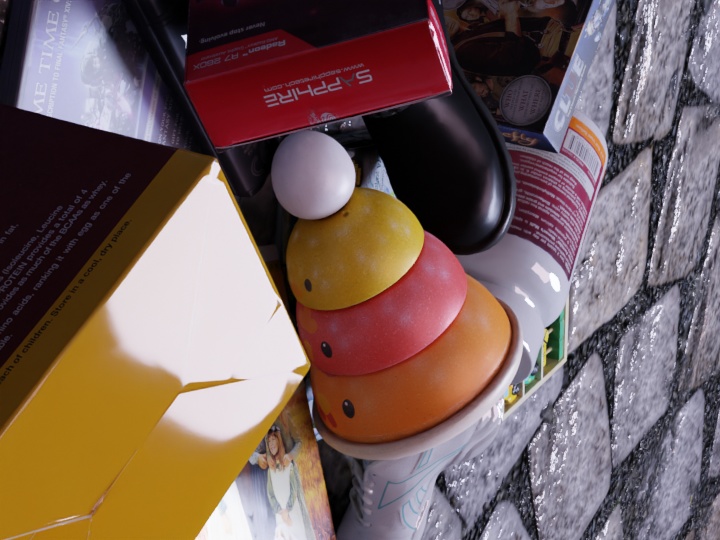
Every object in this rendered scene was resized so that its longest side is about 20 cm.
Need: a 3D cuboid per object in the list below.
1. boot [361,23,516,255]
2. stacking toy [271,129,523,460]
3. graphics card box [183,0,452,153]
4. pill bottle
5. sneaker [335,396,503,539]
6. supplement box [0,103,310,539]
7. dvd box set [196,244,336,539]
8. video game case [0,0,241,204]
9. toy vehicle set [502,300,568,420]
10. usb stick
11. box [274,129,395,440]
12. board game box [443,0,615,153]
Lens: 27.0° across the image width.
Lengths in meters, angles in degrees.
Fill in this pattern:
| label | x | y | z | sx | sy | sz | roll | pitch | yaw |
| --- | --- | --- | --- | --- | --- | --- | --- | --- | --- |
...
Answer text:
| label | x | y | z | sx | sy | sz | roll | pitch | yaw |
| --- | --- | --- | --- | --- | --- | --- | --- | --- | --- |
| boot | 0.015 | -0.102 | 0.907 | 0.213 | 0.079 | 0.158 | 66 | 21 | 2 |
| stacking toy | 0.000 | 0.000 | 0.906 | 0.146 | 0.145 | 0.201 | -50 | 125 | -34 |
| graphics card box | -0.023 | -0.159 | 0.768 | 0.051 | 0.124 | 0.201 | 64 | 18 | -46 |
| pill bottle | 0.109 | -0.023 | 1.107 | 0.201 | 0.109 | 0.110 | -68 | 150 | -31 |
| sneaker | 0.021 | 0.144 | 1.079 | 0.080 | 0.071 | 0.201 | 9 | 123 | -37 |
| supplement box | -0.166 | 0.046 | 0.630 | 0.198 | 0.198 | 0.133 | -55 | 144 | -29 |
| dvd box set | -0.079 | 0.090 | 0.882 | 0.146 | 0.029 | 0.202 | -9 | 88 | -59 |
| video game case | -0.117 | -0.112 | 0.819 | 0.199 | 0.019 | 0.144 | 2 | 101 | -58 |
| toy vehicle set | 0.140 | 0.014 | 1.282 | 0.124 | 0.026 | 0.202 | -36 | 132 | -47 |
| usb stick | -0.091 | -0.121 | 0.811 | 0.056 | 0.032 | 0.201 | -67 | 149 | -32 |
| box | -0.008 | 0.007 | 1.026 | 0.136 | 0.040 | 0.202 | -18 | 118 | -56 |
| board game box | 0.106 | -0.189 | 1.035 | 0.035 | 0.134 | 0.202 | 39 | 69 | -56 |
